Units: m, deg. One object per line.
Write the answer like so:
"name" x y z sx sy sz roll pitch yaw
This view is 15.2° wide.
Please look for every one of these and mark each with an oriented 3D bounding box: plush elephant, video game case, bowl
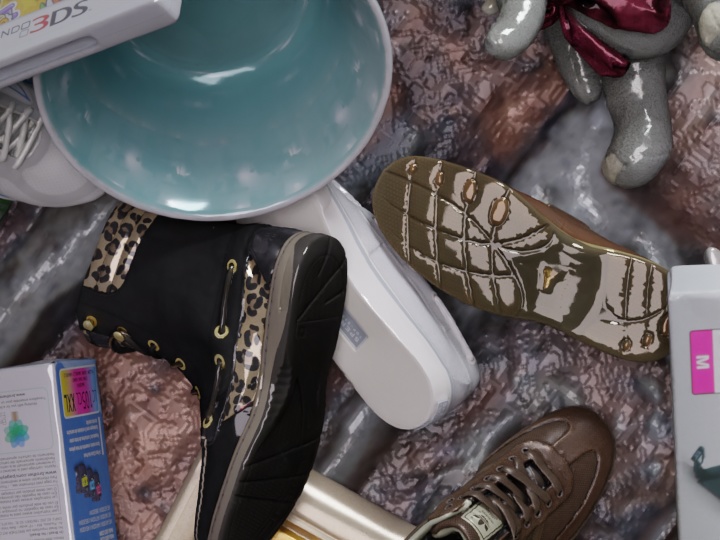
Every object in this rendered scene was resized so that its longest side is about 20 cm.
"plush elephant" 0.117 -0.170 1.534 0.154 0.165 0.201 2 64 -23
"video game case" -0.163 -0.186 1.447 0.181 0.023 0.201 -17 47 28
"bowl" -0.084 -0.139 1.524 0.199 0.105 0.202 -2 127 -3

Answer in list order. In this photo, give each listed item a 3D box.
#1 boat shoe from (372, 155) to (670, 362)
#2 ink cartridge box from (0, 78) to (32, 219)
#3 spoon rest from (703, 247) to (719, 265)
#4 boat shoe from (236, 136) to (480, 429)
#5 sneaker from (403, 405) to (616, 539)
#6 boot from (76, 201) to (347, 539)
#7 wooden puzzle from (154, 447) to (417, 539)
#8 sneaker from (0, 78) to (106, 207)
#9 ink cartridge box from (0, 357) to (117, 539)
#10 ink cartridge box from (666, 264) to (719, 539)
"boat shoe" 0.099 -0.005 1.577 0.199 0.068 0.072 25 95 4
"ink cartridge box" -0.242 -0.131 1.612 0.145 0.088 0.201 33 93 6
"spoon rest" 0.293 -0.015 1.570 0.198 0.061 0.100 -12 87 -8
"boat shoe" 0.000 0.000 1.589 0.200 0.068 0.072 49 127 15
"sneaker" 0.077 0.151 1.550 0.200 0.076 0.070 -43 83 -14
"boot" -0.096 0.057 1.576 0.150 0.073 0.202 20 103 31
"wooden puzzle" -0.052 0.221 1.599 0.184 0.037 0.201 28 90 7
"sneaker" -0.222 -0.088 1.512 0.199 0.087 0.075 25 92 -21
"ink cartridge box" -0.217 0.159 1.589 0.135 0.076 0.202 -7 87 17
"ink cartridge box" 0.264 0.093 1.530 0.172 0.044 0.201 -3 112 7
